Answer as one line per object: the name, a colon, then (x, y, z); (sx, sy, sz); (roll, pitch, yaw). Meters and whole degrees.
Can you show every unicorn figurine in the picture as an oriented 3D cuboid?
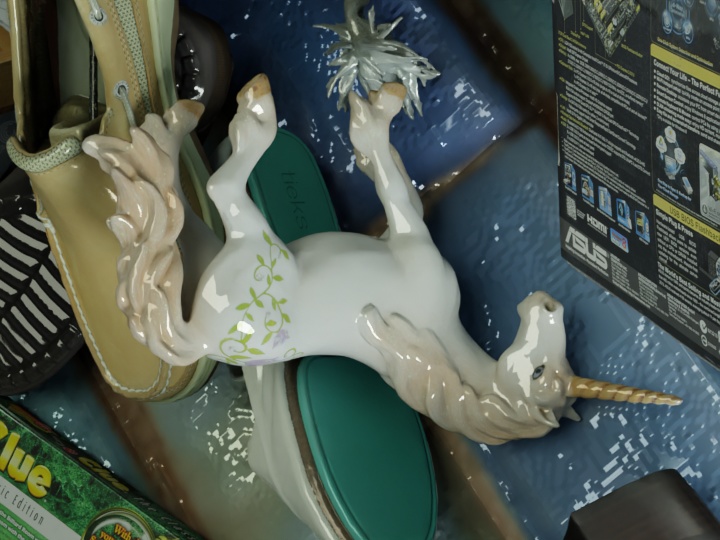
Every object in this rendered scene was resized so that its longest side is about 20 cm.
unicorn figurine: (0.000, 0.000, 0.773); (0.199, 0.074, 0.138); (-6, 76, -16)

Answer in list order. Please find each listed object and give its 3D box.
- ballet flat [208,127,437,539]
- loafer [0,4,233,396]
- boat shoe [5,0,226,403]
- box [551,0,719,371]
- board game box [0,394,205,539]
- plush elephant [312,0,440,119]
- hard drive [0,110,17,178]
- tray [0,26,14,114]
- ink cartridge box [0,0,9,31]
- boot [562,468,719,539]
ballet flat: (-0.023, 0.040, 0.820); (0.069, 0.069, 0.201); (-30, 62, 22)
loafer: (-0.107, -0.028, 0.881); (0.073, 0.071, 0.200); (44, 117, 8)
boat shoe: (-0.102, -0.043, 0.787); (0.071, 0.076, 0.201); (-7, 98, 29)
box: (0.120, -0.050, 0.661); (0.200, 0.049, 0.162); (-138, 38, -62)
board game box: (-0.107, 0.142, 0.865); (0.199, 0.023, 0.105); (32, 99, 31)
plush elephant: (0.007, -0.166, 0.775); (0.155, 0.164, 0.201); (-28, 79, 66)
hard drive: (-0.246, -0.043, 0.974); (0.200, 0.042, 0.135); (-46, 61, 15)
tray: (-0.203, -0.147, 0.942); (0.200, 0.098, 0.037); (53, 150, 29)
ink cartridge box: (-0.161, -0.176, 0.847); (0.200, 0.039, 0.100); (37, 103, -12)
boot: (0.082, 0.190, 0.691); (0.187, 0.069, 0.201); (-23, 65, -18)
